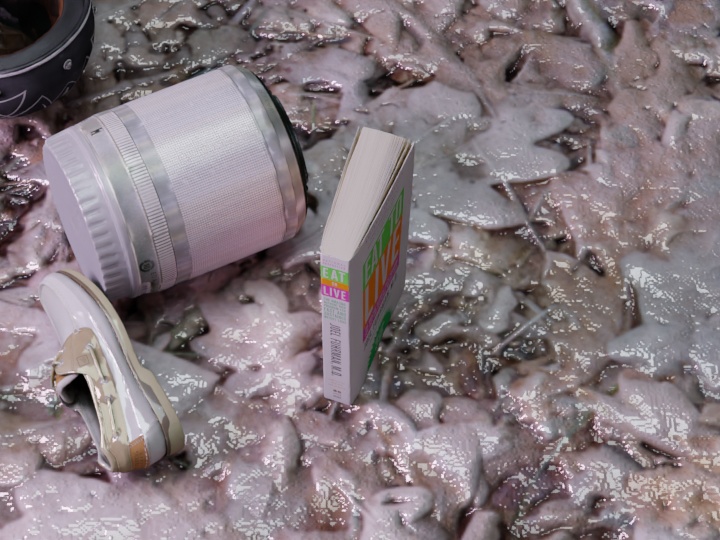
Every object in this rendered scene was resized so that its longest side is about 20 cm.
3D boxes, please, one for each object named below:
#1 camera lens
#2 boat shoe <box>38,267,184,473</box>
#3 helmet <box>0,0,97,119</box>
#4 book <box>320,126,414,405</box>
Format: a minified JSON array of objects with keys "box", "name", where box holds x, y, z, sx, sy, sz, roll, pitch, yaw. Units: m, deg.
[{"box":[-0.155,-0.075,1.692,0.199,0.161,0.160,-22,57,-15],"name":"camera lens"},{"box":[-0.223,0.081,1.631,0.068,0.075,0.200,-25,58,-24],"name":"boat shoe"},{"box":[-0.339,-0.233,1.790,0.199,0.191,0.200,-27,24,13],"name":"helmet"},{"box":[0.000,0.000,1.611,0.048,0.201,0.134,15,56,11],"name":"book"}]
